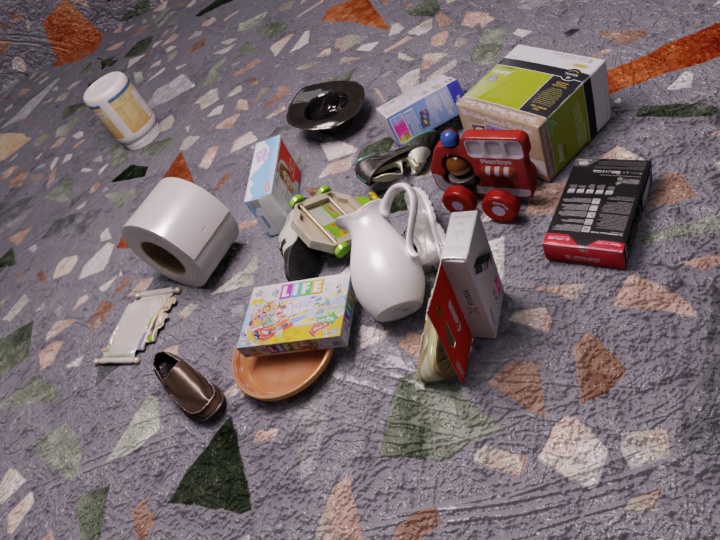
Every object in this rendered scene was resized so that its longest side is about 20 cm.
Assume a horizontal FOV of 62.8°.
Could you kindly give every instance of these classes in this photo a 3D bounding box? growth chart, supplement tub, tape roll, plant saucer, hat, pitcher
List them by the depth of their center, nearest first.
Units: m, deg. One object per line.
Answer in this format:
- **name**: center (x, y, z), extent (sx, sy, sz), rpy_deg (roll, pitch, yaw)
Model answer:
- **pitcher**: center (0.051, -0.031, 0.994), extent (0.172, 0.121, 0.200), rpy_deg (-38, 61, 40)
- **plant saucer**: center (-0.132, 0.143, 1.043), extent (0.200, 0.037, 0.200), rpy_deg (-15, 47, 16)
- **tape roll**: center (-0.381, -0.079, 1.255), extent (0.202, 0.203, 0.139), rpy_deg (9, 57, 34)
- **growth chart**: center (-0.473, 0.117, 1.264), extent (0.144, 0.018, 0.200), rpy_deg (0, 52, 28)
- **hat**: center (-0.077, -0.383, 1.449), extent (0.200, 0.081, 0.201), rpy_deg (-9, 53, 13)
- **supplement tub**: center (-0.719, -0.482, 1.793), extent (0.144, 0.200, 0.145), rpy_deg (-14, 47, 16)

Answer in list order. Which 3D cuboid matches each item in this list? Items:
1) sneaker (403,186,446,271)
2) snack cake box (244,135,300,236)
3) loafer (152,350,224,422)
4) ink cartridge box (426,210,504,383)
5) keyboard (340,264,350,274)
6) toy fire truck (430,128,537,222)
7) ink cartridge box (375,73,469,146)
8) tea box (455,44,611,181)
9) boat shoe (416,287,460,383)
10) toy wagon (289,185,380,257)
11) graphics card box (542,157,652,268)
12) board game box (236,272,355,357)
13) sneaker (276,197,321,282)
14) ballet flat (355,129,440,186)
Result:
- **sneaker**: center (0.106, -0.078, 1.081), extent (0.082, 0.075, 0.200), rpy_deg (-23, 45, 7)
- **snack cake box**: center (-0.191, -0.189, 1.312), extent (0.067, 0.115, 0.200), rpy_deg (-15, 46, 17)
- **loafer**: center (-0.323, 0.206, 1.065), extent (0.200, 0.071, 0.073), rpy_deg (22, 65, 40)
- **ink cartridge box**: center (0.159, 0.043, 0.857), extent (0.043, 0.200, 0.174), rpy_deg (-1, 52, 26)
- **keyboard**: center (0.000, 0.000, 1.120), extent (0.200, 0.011, 0.056), rpy_deg (-45, 51, -14)
- **toy fire truck**: center (0.215, -0.186, 1.052), extent (0.200, 0.168, 0.112), rpy_deg (13, 59, 36)
- **ink cartridge box**: center (0.146, -0.359, 1.283), extent (0.200, 0.076, 0.136), rpy_deg (-30, 24, 4)
- **tea box**: center (0.327, -0.304, 1.120), extent (0.197, 0.134, 0.200), rpy_deg (-43, 45, -13)
- **boat shoe**: center (0.130, 0.082, 0.938), extent (0.063, 0.073, 0.201), rpy_deg (-30, 39, 48)
- **toy wagon**: center (-0.039, -0.105, 1.171), extent (0.200, 0.040, 0.155), rpy_deg (-26, 62, -36)
- **graphics card box**: center (0.389, -0.098, 0.965), extent (0.125, 0.051, 0.200), rpy_deg (8, 58, 34)
- **board game box**: center (-0.110, 0.079, 1.037), extent (0.200, 0.034, 0.135), rpy_deg (-10, 48, 21)
- **sneaker**: center (-0.129, -0.046, 1.193), extent (0.088, 0.074, 0.200), rpy_deg (-31, 40, 40)
- **ballet flat**: center (0.087, -0.225, 1.228), extent (0.200, 0.068, 0.068), rpy_deg (-25, 62, -6)
